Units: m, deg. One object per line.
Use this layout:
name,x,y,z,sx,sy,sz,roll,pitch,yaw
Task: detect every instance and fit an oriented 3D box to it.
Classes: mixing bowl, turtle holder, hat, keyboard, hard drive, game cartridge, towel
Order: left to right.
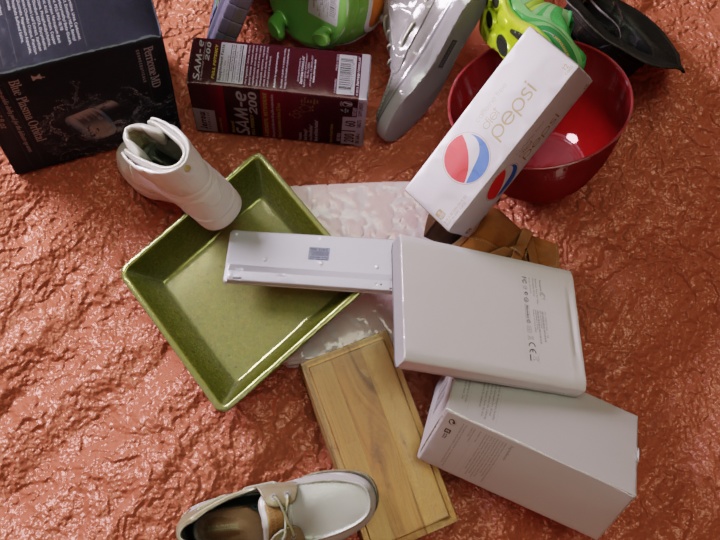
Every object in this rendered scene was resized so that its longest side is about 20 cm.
game cartridge,-0.136,-0.348,1.105,0.038,0.130,0.203,20,50,-20
keyboard,-0.042,-0.009,0.978,0.196,0.011,0.057,4,68,11
turtle holder,-0.043,-0.335,1.138,0.131,0.184,0.144,-26,106,-38
towel,0.000,0.000,1.060,0.187,0.032,0.204,-3,70,-6
hard drive,0.125,0.045,0.946,0.196,0.026,0.134,11,59,-20
mixing bowl,0.198,-0.152,1.075,0.196,0.109,0.203,-5,53,6
hat,0.284,-0.267,1.143,0.198,0.081,0.202,25,32,-17

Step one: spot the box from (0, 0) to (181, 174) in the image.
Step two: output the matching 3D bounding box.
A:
box,-0.307,-0.218,1.030,0.196,0.197,0.119,-17,72,-10

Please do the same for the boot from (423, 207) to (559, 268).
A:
boot,0.132,0.022,1.016,0.152,0.074,0.203,22,65,-11

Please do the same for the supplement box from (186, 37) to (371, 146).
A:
supplement box,-0.089,-0.198,1.086,0.196,0.109,0.062,5,70,-1

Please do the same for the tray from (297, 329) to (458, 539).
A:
tray,0.017,0.174,0.978,0.097,0.037,0.203,-19,80,-11

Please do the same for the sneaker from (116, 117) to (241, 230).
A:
sneaker,-0.214,-0.124,1.009,0.198,0.116,0.074,27,74,39

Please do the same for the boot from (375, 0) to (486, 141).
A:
boot,0.056,-0.255,1.106,0.095,0.073,0.202,40,108,22

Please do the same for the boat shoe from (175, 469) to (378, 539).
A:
boat shoe,-0.079,0.239,0.924,0.196,0.068,0.076,-15,79,5

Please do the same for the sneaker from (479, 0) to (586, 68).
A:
sneaker,0.186,-0.265,1.062,0.082,0.075,0.202,2,44,-20

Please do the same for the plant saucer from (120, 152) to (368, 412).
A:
plant saucer,-0.119,0.014,1.015,0.199,0.048,0.201,-40,69,-3

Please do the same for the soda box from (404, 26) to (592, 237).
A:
soda box,0.135,-0.133,0.956,0.068,0.063,0.201,44,106,22

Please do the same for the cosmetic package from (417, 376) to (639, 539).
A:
cosmetic package,0.168,0.165,0.955,0.197,0.086,0.108,26,40,0
